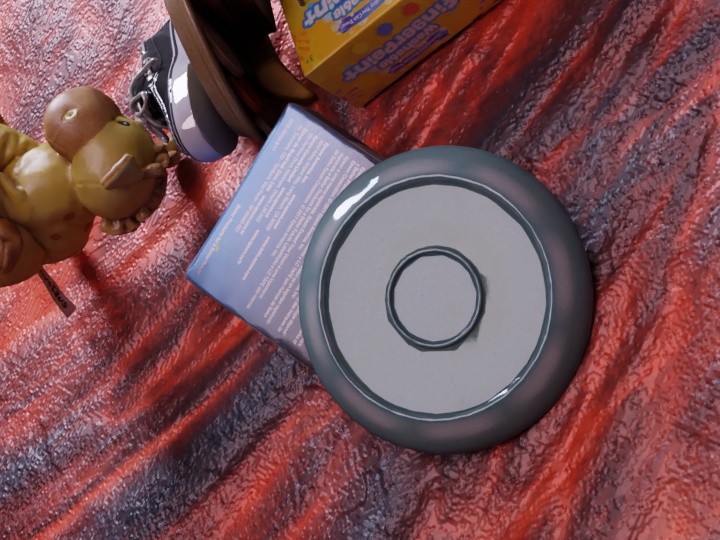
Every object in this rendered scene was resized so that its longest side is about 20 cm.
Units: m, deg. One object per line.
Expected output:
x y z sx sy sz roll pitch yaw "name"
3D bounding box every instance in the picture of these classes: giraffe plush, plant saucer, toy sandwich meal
-0.231 -0.072 1.227 0.161 0.200 0.173 -29 34 21 "giraffe plush"
0.050 0.018 1.011 0.198 0.027 0.203 -1 88 16 "plant saucer"
-0.092 -0.194 1.158 0.070 0.205 0.207 -23 59 7 "toy sandwich meal"

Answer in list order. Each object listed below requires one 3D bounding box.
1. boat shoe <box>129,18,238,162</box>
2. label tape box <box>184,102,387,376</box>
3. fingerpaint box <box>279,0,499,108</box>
-0.142 -0.135 1.191 0.068 0.074 0.200 -29 39 11 "boat shoe"
0.000 0.000 1.073 0.199 0.063 0.145 35 97 15 "label tape box"
0.029 -0.248 1.141 0.199 0.073 0.168 -34 56 25 "fingerpaint box"
